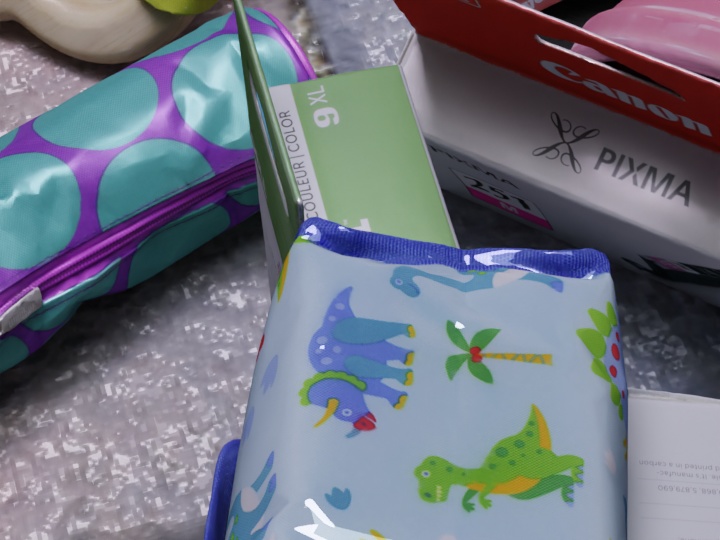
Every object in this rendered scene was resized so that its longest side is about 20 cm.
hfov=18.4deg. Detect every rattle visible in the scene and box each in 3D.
[{"bbox_3d":[-0.128,-0.169,1.012,0.199,0.131,0.143,-6,33,35],"label":"rattle"}]

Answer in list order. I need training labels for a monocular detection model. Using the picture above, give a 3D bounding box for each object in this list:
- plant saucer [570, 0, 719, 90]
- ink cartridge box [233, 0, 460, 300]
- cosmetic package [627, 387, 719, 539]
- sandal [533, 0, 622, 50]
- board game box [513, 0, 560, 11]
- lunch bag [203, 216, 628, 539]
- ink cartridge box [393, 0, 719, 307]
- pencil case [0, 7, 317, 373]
[{"bbox_3d":[0.174,-0.053,0.804,0.199,0.200,0.051,25,84,23],"label":"plant saucer"},{"bbox_3d":[0.000,0.000,0.774,0.059,0.201,0.104,-11,51,-6],"label":"ink cartridge box"},{"bbox_3d":[0.106,0.153,0.684,0.080,0.113,0.201,6,53,-6],"label":"cosmetic package"},{"bbox_3d":[0.160,-0.107,0.947,0.198,0.045,0.076,9,52,12],"label":"sandal"},{"bbox_3d":[0.111,-0.176,0.973,0.199,0.019,0.104,-25,49,17],"label":"board game box"},{"bbox_3d":[0.010,0.112,0.684,0.126,0.201,0.171,6,50,0],"label":"lunch bag"},{"bbox_3d":[0.096,-0.039,0.817,0.199,0.174,0.044,24,85,22],"label":"ink cartridge box"},{"bbox_3d":[-0.102,-0.026,0.880,0.199,0.086,0.092,-32,40,-19],"label":"pencil case"}]
